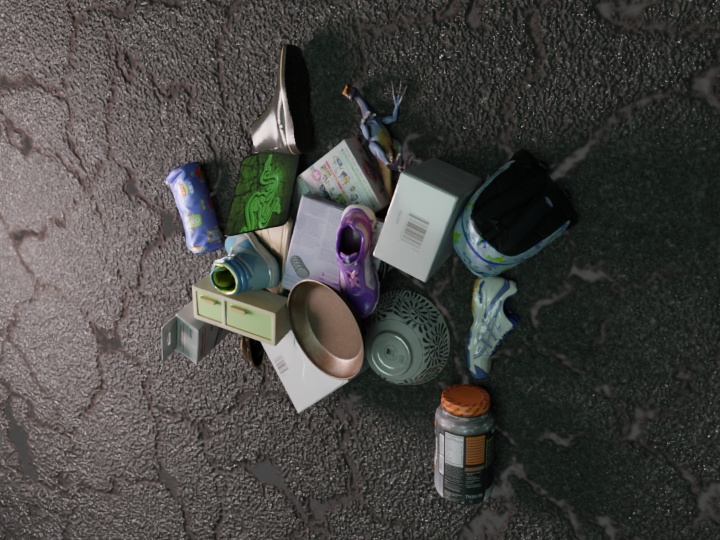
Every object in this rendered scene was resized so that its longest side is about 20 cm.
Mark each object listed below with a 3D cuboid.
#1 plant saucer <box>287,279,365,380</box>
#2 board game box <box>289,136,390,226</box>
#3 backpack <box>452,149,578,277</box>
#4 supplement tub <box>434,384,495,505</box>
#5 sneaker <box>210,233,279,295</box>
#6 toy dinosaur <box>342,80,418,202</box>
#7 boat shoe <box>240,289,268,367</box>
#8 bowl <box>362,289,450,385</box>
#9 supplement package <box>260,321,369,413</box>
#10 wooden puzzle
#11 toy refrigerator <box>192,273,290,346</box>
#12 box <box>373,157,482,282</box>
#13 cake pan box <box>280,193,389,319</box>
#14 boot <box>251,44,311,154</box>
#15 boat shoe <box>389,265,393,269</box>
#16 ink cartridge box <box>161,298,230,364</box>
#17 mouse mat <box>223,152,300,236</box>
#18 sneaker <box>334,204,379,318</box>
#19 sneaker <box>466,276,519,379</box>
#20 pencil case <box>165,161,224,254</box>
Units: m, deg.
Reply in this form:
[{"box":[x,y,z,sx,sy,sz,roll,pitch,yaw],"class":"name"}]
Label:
[{"box":[-0.058,0.106,1.129,0.197,0.036,0.206,25,129,35],"class":"plant saucer"},{"box":[-0.055,-0.145,1.204,0.197,0.064,0.150,-30,92,30],"class":"board game box"},{"box":[0.244,-0.080,1.006,0.164,0.199,0.154,50,137,2],"class":"backpack"},{"box":[0.204,0.338,1.182,0.119,0.122,0.207,6,106,23],"class":"supplement tub"},{"box":[-0.260,-0.019,1.221,0.198,0.128,0.082,33,127,46],"class":"sneaker"},{"box":[0.020,-0.253,1.130,0.182,0.103,0.203,49,133,28],"class":"toy dinosaur"},{"box":[-0.227,0.119,1.342,0.070,0.068,0.206,47,137,51],"class":"boat shoe"},{"box":[0.074,0.152,1.208,0.194,0.094,0.208,8,108,24],"class":"bowl"},{"box":[-0.101,0.161,1.272,0.154,0.110,0.204,-34,82,28],"class":"supplement package"},{"box":[-0.191,-0.060,1.263,0.199,0.045,0.190,41,131,40],"class":"wooden puzzle"},{"box":[-0.240,0.078,1.211,0.194,0.070,0.078,17,121,19],"class":"toy refrigerator"},{"box":[0.121,-0.096,1.056,0.104,0.199,0.156,25,114,14],"class":"box"},{"box":[-0.042,-0.028,1.155,0.194,0.052,0.190,18,108,12],"class":"cake pan box"},{"box":[-0.173,-0.334,1.206,0.135,0.076,0.208,3,98,36],"class":"boot"},{"box":[-0.001,-0.001,1.212,0.199,0.071,0.071,-36,89,28],"class":"boat shoe"},{"box":[-0.341,0.117,1.319,0.065,0.200,0.118,29,134,13],"class":"ink cartridge box"},{"box":[-0.196,-0.165,1.219,0.156,0.008,0.206,-9,59,26],"class":"mouse mat"},{"box":[-0.012,-0.010,1.078,0.078,0.089,0.208,0,104,13],"class":"sneaker"},{"box":[0.249,0.112,1.126,0.085,0.075,0.207,8,108,22],"class":"sneaker"},{"box":[-0.369,-0.137,1.342,0.084,0.078,0.206,-17,98,-2],"class":"pencil case"}]
